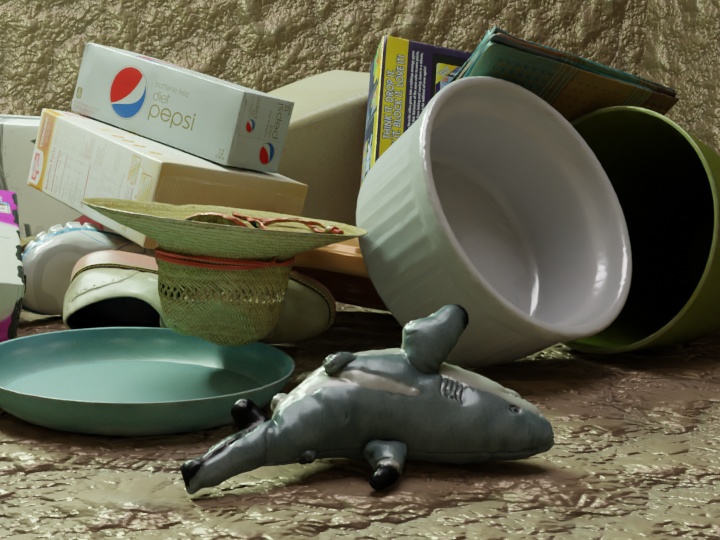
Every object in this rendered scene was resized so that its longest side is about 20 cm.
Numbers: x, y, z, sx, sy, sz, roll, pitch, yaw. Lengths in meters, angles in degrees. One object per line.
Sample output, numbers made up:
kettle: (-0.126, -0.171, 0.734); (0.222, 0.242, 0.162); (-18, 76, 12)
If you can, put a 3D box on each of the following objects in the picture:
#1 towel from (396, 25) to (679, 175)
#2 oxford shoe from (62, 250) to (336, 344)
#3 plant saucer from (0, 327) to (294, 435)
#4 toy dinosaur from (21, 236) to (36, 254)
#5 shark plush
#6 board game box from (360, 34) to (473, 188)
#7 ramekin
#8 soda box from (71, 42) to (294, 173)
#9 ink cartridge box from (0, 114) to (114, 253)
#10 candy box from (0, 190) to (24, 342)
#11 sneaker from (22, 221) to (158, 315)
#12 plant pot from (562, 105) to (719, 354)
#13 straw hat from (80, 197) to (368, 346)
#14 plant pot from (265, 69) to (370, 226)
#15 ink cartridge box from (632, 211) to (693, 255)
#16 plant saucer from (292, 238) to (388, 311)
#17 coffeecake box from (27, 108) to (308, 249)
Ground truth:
towel: (0.137, -0.114, 1.036); (0.199, 0.147, 0.022); (9, 47, -34)
oxford shoe: (-0.118, 0.035, 0.955); (0.198, 0.071, 0.074); (2, 30, 1)
plant saucer: (-0.140, 0.068, 0.819); (0.198, 0.028, 0.200); (2, 10, 0)
toy dinosaur: (-0.310, -0.005, 1.125); (0.100, 0.059, 0.200); (-3, 11, -24)
shark plush: (0.005, 0.078, 0.690); (0.199, 0.091, 0.083); (1, 38, -36)
board game box: (0.085, -0.095, 1.150); (0.164, 0.202, 0.057); (10, -27, -9)
ramekin: (0.092, -0.028, 0.944); (0.199, 0.202, 0.098); (-6, -19, -43)
soda box: (-0.155, -0.141, 1.127); (0.199, 0.064, 0.068); (21, 10, 35)
ink cartridge box: (-0.320, -0.075, 1.274); (0.198, 0.147, 0.085); (5, 10, 18)
candy box: (-0.322, -0.008, 0.969); (0.135, 0.061, 0.200); (7, 19, -18)
sneaker: (-0.186, 0.003, 1.075); (0.086, 0.076, 0.199); (18, 18, 41)
plant pot: (0.251, -0.019, 1.058); (0.186, 0.189, 0.199); (11, 1, 44)
straw hat: (-0.090, 0.005, 0.875); (0.199, 0.086, 0.201); (7, 6, -1)
plant pot: (-0.053, -0.081, 1.282); (0.176, 0.202, 0.200); (-12, 15, -25)
ink cartridge box: (0.180, -0.046, 1.220); (0.173, 0.044, 0.200); (-33, 44, -7)
plant saucer: (0.000, 0.000, 1.045); (0.198, 0.038, 0.200); (10, -8, 1)
coffeecake box: (-0.169, -0.073, 1.131); (0.153, 0.074, 0.199); (6, 13, -43)
